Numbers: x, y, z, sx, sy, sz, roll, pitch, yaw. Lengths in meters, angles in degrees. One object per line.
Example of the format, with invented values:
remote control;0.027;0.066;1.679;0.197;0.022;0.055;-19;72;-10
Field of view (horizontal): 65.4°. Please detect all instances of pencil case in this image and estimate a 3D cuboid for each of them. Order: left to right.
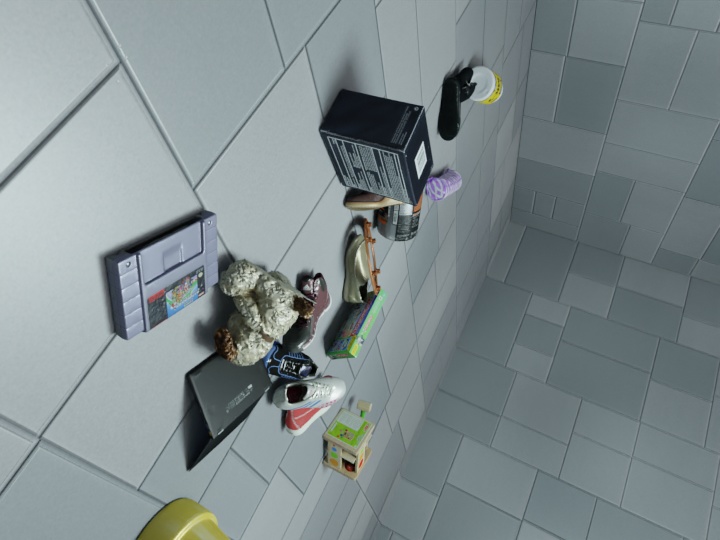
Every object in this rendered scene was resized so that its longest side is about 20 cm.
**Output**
pencil case;0.296;-0.305;1.979;0.199;0.082;0.088;-37;106;-59

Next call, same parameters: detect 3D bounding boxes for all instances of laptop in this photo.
laptop;-0.275;0.252;1.106;0.187;0.113;0.205;-37;113;-56

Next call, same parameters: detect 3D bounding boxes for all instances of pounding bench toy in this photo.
pounding bench toy;-0.021;0.540;1.816;0.200;0.121;0.160;-48;149;-46

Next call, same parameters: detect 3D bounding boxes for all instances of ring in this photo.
ring;0.034;-0.037;1.482;0.200;0.019;0.207;-8;91;-85

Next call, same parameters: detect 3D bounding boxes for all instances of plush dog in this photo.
plush dog;-0.184;0.098;1.031;0.174;0.159;0.199;-56;160;3

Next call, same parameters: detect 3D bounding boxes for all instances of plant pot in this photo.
plant pot;-0.305;0.565;1.043;0.201;0.185;0.205;-49;151;-41

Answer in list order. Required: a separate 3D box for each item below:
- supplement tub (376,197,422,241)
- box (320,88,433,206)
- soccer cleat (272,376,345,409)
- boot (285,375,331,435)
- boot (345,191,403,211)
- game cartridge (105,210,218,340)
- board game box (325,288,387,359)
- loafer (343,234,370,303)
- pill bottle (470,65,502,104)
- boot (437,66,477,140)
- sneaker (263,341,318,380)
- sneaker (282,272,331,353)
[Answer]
supplement tub;0.110;-0.195;1.544;0.122;0.120;0.205;-43;145;-50
box;0.042;-0.264;1.212;0.126;0.194;0.201;-65;158;-19
soccer cleat;-0.110;0.291;1.332;0.195;0.072;0.086;-5;161;-31
boot;-0.124;0.308;1.450;0.200;0.071;0.148;-43;144;-46
boot;0.038;-0.241;1.399;0.195;0.072;0.172;-12;93;-26
game cartridge;-0.286;0.004;0.843;0.200;0.037;0.133;-42;140;-52
board game box;-0.010;0.148;1.537;0.134;0.029;0.203;-21;-144;58
loafer;0.000;0.000;1.502;0.076;0.067;0.205;-42;144;-51
pill bottle;0.445;-0.659;2.010;0.199;0.112;0.118;-24;129;-62
boot;0.323;-0.548;1.844;0.168;0.075;0.205;-41;138;-47
sneaker;-0.158;0.209;1.266;0.072;0.076;0.199;-70;159;-2
sneaker;-0.128;0.079;1.262;0.202;0.073;0.118;-64;155;-47
